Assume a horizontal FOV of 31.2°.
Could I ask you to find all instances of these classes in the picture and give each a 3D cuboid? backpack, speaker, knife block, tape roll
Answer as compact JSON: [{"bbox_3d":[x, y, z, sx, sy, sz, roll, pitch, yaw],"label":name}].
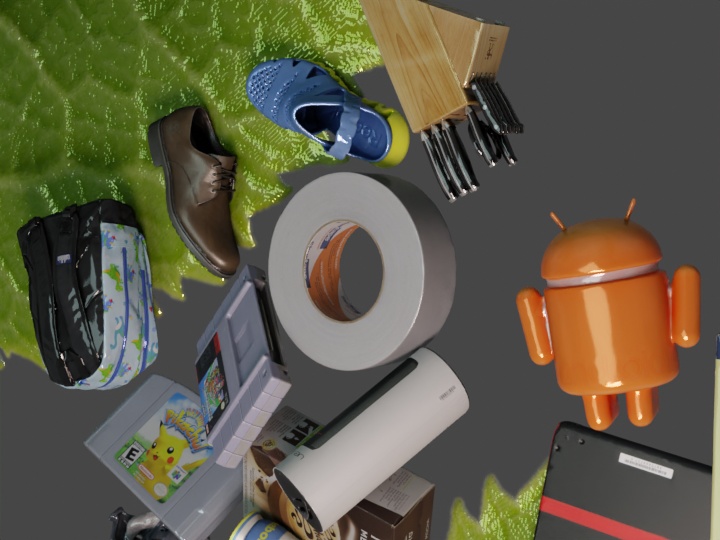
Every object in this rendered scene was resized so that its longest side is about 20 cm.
[{"bbox_3d":[-0.314,0.040,1.508,0.162,0.153,0.203,-17,65,30],"label":"backpack"},{"bbox_3d":[0.011,0.168,1.275,0.199,0.081,0.081,-37,69,-17],"label":"speaker"},{"bbox_3d":[0.072,-0.173,1.277,0.198,0.064,0.178,25,107,27],"label":"knife block"},{"bbox_3d":[0.000,0.000,1.331,0.198,0.066,0.203,1,92,36],"label":"tape roll"}]

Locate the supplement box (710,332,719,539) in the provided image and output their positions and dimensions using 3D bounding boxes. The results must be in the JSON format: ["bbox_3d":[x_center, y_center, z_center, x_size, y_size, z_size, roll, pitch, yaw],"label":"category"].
[{"bbox_3d":[0.399,0.147,1.059,0.198,0.134,0.203,2,97,25],"label":"supplement box"}]

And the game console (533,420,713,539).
[{"bbox_3d":[0.261,0.254,1.232,0.198,0.031,0.179,15,97,29],"label":"game console"}]

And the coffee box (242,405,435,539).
[{"bbox_3d":[-0.026,0.244,1.356,0.198,0.080,0.114,23,129,28],"label":"coffee box"}]

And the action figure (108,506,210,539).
[{"bbox_3d":[-0.198,0.340,1.448,0.199,0.194,0.105,36,123,-11],"label":"action figure"}]

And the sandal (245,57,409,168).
[{"bbox_3d":[-0.045,-0.168,1.339,0.199,0.087,0.080,26,110,29],"label":"sandal"}]

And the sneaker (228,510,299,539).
[{"bbox_3d":[-0.106,0.359,1.369,0.081,0.074,0.203,16,112,18],"label":"sneaker"}]

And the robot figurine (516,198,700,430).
[{"bbox_3d":[0.229,0.040,1.175,0.143,0.115,0.203,-7,93,59],"label":"robot figurine"}]

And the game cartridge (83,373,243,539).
[{"bbox_3d":[-0.210,0.207,1.466,0.199,0.041,0.133,35,69,32],"label":"game cartridge"}]

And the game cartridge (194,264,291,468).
[{"bbox_3d":[-0.132,0.101,1.386,0.130,0.038,0.201,-52,31,22],"label":"game cartridge"}]

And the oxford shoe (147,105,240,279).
[{"bbox_3d":[-0.171,-0.090,1.434,0.084,0.072,0.202,-24,83,29],"label":"oxford shoe"}]
